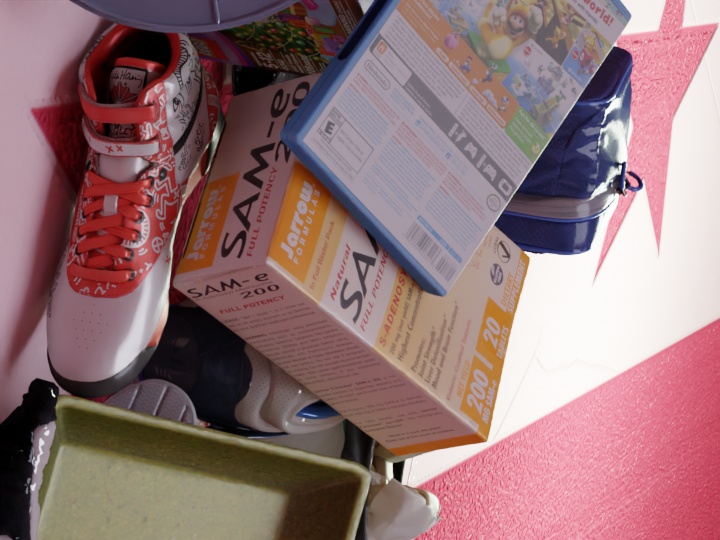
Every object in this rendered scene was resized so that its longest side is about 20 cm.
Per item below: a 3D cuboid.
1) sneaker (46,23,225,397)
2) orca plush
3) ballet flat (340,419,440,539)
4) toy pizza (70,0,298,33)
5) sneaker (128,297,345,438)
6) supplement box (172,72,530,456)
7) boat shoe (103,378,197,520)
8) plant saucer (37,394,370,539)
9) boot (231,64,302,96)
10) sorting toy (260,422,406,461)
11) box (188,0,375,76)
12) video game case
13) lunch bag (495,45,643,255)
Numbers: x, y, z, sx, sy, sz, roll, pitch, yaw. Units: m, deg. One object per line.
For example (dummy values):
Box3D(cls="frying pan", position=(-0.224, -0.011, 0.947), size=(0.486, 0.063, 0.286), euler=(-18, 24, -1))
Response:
Box3D(cls="sneaker", position=(-0.131, -0.041, 1.475), size=(0.108, 0.067, 0.201), euler=(72, 32, -55))
Box3D(cls="orca plush", position=(-0.198, 0.149, 1.397), size=(0.071, 0.105, 0.200), euler=(15, 96, -38))
Box3D(cls="ballet flat", position=(0.014, 0.115, 1.665), size=(0.068, 0.068, 0.200), euler=(23, 74, -65))
Box3D(cls="toy pizza", position=(-0.083, -0.208, 1.342), size=(0.032, 0.200, 0.200), euler=(-104, -167, -58))
Box3D(cls="sneaker", position=(-0.045, 0.059, 1.657), size=(0.200, 0.146, 0.081), euler=(-1, 103, -71))
Box3D(cls="supplement box", position=(0.000, 0.000, 1.545), size=(0.200, 0.073, 0.126), euler=(39, 54, -37))
Box3D(cls="boat shoe", position=(-0.148, 0.155, 1.567), size=(0.200, 0.072, 0.071), euler=(-64, 168, -5))
Box3D(cls="plant saucer", position=(-0.114, 0.178, 1.508), size=(0.200, 0.048, 0.200), euler=(15, 90, -29))
Box3D(cls="boot", position=(-0.016, -0.177, 1.710), size=(0.174, 0.069, 0.200), euler=(19, 86, -72))
Box3D(cls="sorting toy", position=(-0.057, 0.170, 1.790), size=(0.200, 0.107, 0.180), euler=(-58, 175, -30))
Box3D(cls="box", position=(-0.057, -0.164, 1.493), size=(0.200, 0.137, 0.039), euler=(59, 46, -63))
Box3D(cls="video game case", position=(0.055, -0.106, 1.507), size=(0.143, 0.018, 0.200), euler=(46, 71, -35))
Box3D(cls="lunch bag", position=(0.095, -0.085, 1.886), size=(0.136, 0.200, 0.132), euler=(-51, 151, -62))
